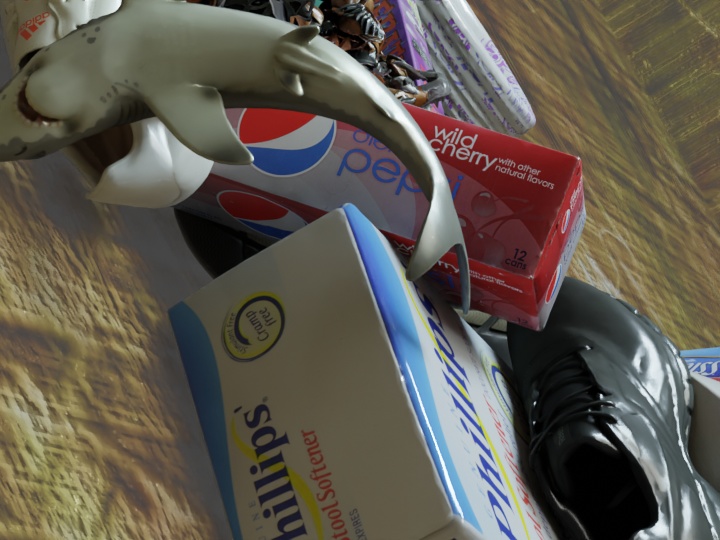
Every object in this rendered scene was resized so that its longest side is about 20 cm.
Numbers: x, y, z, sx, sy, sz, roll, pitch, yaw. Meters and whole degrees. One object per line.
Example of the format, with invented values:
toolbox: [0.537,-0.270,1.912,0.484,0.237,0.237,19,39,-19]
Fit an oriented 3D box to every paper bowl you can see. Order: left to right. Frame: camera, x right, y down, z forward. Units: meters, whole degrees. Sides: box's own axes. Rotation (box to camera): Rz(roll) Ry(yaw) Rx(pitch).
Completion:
paper bowl: [0.016,-0.149,1.686,0.201,0.104,0.201,56,7,-11]

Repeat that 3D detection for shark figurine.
shark figurine: [-0.040,-0.067,1.115,0.213,0.129,0.090,18,-16,-2]

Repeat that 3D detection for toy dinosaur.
toy dinosaur: [-0.037,-0.126,1.252,0.199,0.136,0.102,13,40,-41]

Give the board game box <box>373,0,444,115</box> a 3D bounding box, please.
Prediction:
board game box: [-0.016,-0.086,1.419,0.032,0.120,0.200,51,14,-29]

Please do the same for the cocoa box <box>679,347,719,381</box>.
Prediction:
cocoa box: [0.173,0.156,1.393,0.131,0.133,0.201,-38,111,-39]

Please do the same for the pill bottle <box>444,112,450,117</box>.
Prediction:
pill bottle: [0.026,-0.013,1.428,0.112,0.112,0.200,53,14,-23]

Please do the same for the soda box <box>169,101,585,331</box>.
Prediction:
soda box: [0.000,-0.041,1.218,0.199,0.064,0.070,18,-18,14]

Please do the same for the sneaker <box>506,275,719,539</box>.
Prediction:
sneaker: [0.108,0.072,1.194,0.091,0.076,0.200,31,25,-45]

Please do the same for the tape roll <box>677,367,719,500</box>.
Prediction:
tape roll: [0.122,0.141,1.252,0.037,0.203,0.203,19,38,-41]

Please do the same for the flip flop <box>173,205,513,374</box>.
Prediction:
flip flop: [0.000,0.000,1.294,0.199,0.081,0.058,22,-13,-10]

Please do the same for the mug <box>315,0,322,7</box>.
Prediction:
mug: [-0.069,-0.157,1.388,0.152,0.114,0.185,54,13,-20]

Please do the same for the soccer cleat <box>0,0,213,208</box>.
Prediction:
soccer cleat: [-0.131,-0.114,1.175,0.077,0.069,0.200,-12,63,-49]

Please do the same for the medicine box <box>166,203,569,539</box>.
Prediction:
medicine box: [0.023,0.105,1.176,0.200,0.103,0.183,46,18,-48]
